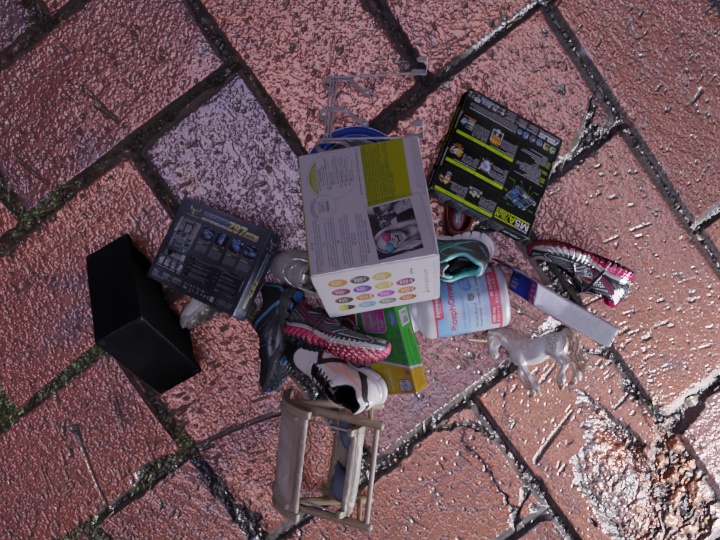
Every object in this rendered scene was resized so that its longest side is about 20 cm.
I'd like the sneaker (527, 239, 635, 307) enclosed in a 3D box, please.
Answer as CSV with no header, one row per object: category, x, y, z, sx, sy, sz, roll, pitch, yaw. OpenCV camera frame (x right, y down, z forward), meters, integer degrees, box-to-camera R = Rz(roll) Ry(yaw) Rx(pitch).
sneaker,0.387,0.001,1.315,0.196,0.081,0.076,22,100,-2

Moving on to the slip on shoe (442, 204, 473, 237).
slip on shoe,0.183,-0.157,1.318,0.072,0.061,0.205,6,95,2

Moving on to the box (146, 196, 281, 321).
box,-0.256,-0.023,1.295,0.196,0.051,0.161,21,81,21

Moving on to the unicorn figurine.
unicorn figurine,0.310,0.156,1.344,0.196,0.074,0.140,-20,87,13

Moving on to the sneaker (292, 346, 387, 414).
sneaker,-0.049,0.183,1.296,0.197,0.079,0.075,23,119,31

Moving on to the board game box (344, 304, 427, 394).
board game box,0.011,0.143,1.315,0.197,0.040,0.157,-11,97,38

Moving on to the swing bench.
swing bench,-0.063,0.341,1.347,0.195,0.130,0.204,6,97,1

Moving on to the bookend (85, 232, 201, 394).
bookend,-0.388,0.079,1.330,0.091,0.200,0.202,-27,51,4

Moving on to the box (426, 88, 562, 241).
box,0.232,-0.181,1.283,0.197,0.047,0.197,24,81,-11

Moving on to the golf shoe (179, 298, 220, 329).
golf shoe,-0.266,0.017,1.353,0.200,0.078,0.097,-44,76,1

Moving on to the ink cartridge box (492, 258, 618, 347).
ink cartridge box,0.319,0.052,1.270,0.197,0.196,0.044,29,95,-2

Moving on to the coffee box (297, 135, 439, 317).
coffee box,0.016,-0.063,1.178,0.193,0.200,0.205,-9,69,3

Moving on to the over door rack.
over door rack,0.024,-0.271,1.265,0.195,0.067,0.151,-6,62,20

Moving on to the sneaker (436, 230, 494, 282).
sneaker,0.132,-0.018,1.282,0.195,0.092,0.079,-8,117,15

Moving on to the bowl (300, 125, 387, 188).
bowl,-0.008,-0.153,1.325,0.195,0.039,0.206,0,91,3

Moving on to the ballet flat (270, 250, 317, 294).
ballet flat,-0.077,0.015,1.328,0.196,0.069,0.071,20,97,7

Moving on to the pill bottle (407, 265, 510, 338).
pill bottle,0.160,0.060,1.319,0.195,0.109,0.112,-10,97,2

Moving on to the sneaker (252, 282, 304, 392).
sneaker,-0.159,0.122,1.364,0.080,0.073,0.205,18,100,26

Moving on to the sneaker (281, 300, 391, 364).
sneaker,-0.039,0.104,1.269,0.196,0.081,0.076,15,68,19
